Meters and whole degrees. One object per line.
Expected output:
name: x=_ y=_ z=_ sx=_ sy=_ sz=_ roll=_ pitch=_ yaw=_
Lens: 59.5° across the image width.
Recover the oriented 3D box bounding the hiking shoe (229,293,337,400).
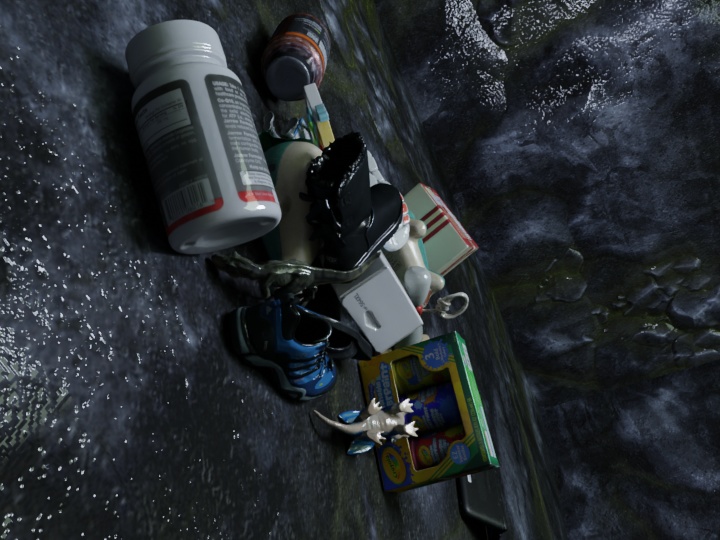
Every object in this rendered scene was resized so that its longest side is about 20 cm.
hiking shoe: x=-0.063 y=0.093 z=0.716 sx=0.200 sy=0.086 sz=0.075 roll=45 pitch=29 yaw=-55

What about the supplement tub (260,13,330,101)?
supplement tub: x=-0.108 y=-0.352 z=1.051 sx=0.108 sy=0.106 sz=0.201 roll=60 pitch=20 yaw=-30

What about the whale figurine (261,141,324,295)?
whale figurine: x=-0.098 y=-0.065 z=0.815 sx=0.159 sy=0.102 sz=0.203 roll=24 pitch=72 yaw=-69

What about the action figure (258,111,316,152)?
action figure: x=-0.086 y=-0.153 z=0.933 sx=0.055 sy=0.117 sz=0.200 roll=-63 pitch=156 yaw=-16

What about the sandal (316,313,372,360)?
sandal: x=-0.034 y=0.100 z=0.842 sx=0.200 sy=0.074 sz=0.049 roll=44 pitch=55 yaw=-58

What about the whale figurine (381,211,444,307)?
whale figurine: x=0.076 y=-0.032 z=1.136 sx=0.200 sy=0.160 sz=0.103 roll=48 pitch=35 yaw=15

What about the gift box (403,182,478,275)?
gift box: x=0.107 y=-0.061 z=1.287 sx=0.201 sy=0.186 sz=0.184 roll=54 pitch=15 yaw=15

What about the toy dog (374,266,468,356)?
toy dog: x=0.079 y=0.071 z=1.056 sx=0.130 sy=0.201 sz=0.097 roll=18 pitch=29 yaw=-25

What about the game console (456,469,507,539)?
game console: x=0.249 y=0.492 z=1.387 sx=0.175 sy=0.117 sz=0.201 roll=28 pitch=34 yaw=-21

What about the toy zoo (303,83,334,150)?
toy zoo: x=-0.059 y=-0.208 z=1.009 sx=0.200 sy=0.020 sz=0.133 roll=104 pitch=-32 yaw=-82

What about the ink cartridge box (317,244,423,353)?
ink cartridge box: x=0.000 y=0.000 z=0.940 sx=0.146 sy=0.084 sz=0.201 roll=55 pitch=3 yaw=-44

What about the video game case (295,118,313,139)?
video game case: x=-0.071 y=-0.148 z=1.090 sx=0.144 sy=0.018 sz=0.201 roll=-81 pitch=148 yaw=-59

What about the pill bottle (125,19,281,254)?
pill bottle: x=-0.158 y=-0.129 z=0.622 sx=0.114 sy=0.113 sz=0.203 roll=5 pitch=66 yaw=-72

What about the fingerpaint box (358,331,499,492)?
fingerpaint box: x=0.100 y=0.216 z=0.962 sx=0.073 sy=0.165 sz=0.203 roll=40 pitch=34 yaw=-61

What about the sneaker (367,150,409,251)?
sneaker: x=0.017 y=-0.113 z=1.065 sx=0.202 sy=0.076 sz=0.082 roll=66 pitch=-29 yaw=18

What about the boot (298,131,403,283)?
boot: x=-0.004 y=-0.099 z=0.806 sx=0.199 sy=0.072 sz=0.164 roll=-57 pitch=150 yaw=-39

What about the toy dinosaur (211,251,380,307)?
toy dinosaur: x=-0.075 y=0.015 z=0.725 sx=0.198 sy=0.089 sz=0.048 roll=-1 pitch=52 yaw=-29

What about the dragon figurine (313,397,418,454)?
dragon figurine: x=0.009 y=0.212 z=0.851 sx=0.198 sy=0.099 sz=0.060 roll=0 pitch=66 yaw=-37
